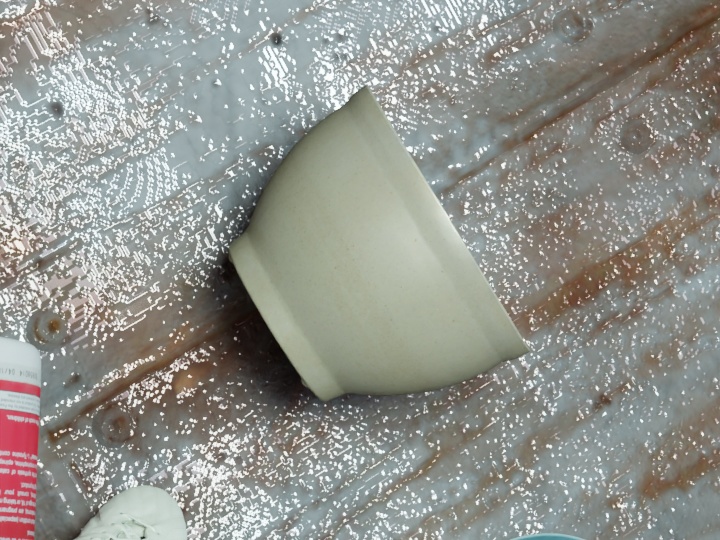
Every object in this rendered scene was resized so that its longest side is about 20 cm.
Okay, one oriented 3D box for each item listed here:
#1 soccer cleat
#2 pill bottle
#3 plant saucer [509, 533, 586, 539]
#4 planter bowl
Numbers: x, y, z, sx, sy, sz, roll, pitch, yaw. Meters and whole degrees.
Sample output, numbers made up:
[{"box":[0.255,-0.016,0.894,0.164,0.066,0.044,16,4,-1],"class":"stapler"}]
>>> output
[{"box":[-0.156,0.185,1.315,0.069,0.078,0.200,13,35,14],"class":"soccer cleat"},{"box":[-0.249,0.141,1.301,0.112,0.112,0.200,5,80,-23],"class":"pill bottle"},{"box":[0.124,0.280,1.491,0.200,0.027,0.200,4,80,-23],"class":"plant saucer"},{"box":[0.000,0.000,1.405,0.135,0.200,0.200,-31,95,3],"class":"planter bowl"}]
